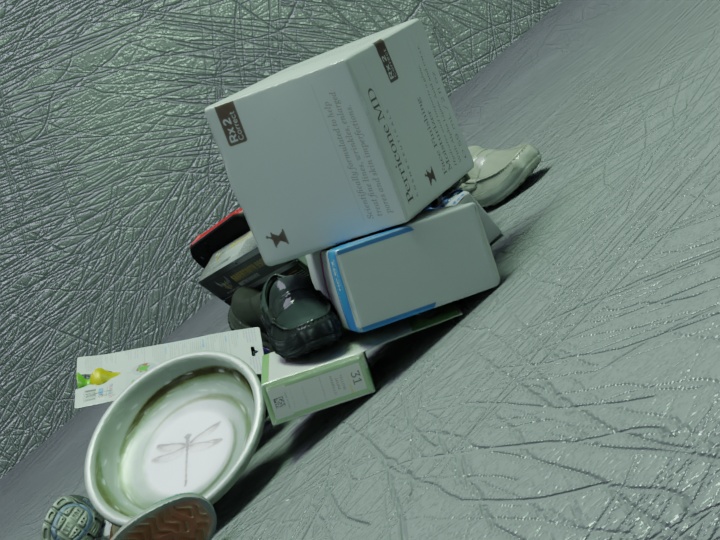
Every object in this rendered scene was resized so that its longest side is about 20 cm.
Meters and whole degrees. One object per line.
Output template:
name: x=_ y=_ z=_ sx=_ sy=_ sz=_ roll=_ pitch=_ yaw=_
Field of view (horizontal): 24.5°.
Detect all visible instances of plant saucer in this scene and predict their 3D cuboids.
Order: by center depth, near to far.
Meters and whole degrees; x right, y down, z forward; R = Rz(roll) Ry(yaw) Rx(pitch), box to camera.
plant saucer: x=-0.171 y=0.172 z=1.598 sx=0.199 sy=0.050 sz=0.201 roll=-19 pitch=44 yaw=19

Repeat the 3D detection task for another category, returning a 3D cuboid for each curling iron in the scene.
curling iron: x=0.081 y=-0.085 z=1.719 sx=0.049 sy=0.026 sz=0.200 roll=-36 pitch=1 yaw=12

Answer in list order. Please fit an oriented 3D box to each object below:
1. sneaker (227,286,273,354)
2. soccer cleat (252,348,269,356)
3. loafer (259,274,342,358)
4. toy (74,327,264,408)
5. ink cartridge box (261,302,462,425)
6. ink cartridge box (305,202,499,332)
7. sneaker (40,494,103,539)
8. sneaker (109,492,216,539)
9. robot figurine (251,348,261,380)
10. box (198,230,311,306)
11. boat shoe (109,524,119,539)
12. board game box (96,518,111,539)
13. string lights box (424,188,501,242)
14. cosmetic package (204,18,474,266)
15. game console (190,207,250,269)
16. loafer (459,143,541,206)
sneaker: x=-0.084 y=0.050 z=1.827 sx=0.200 sy=0.076 sz=0.091 roll=37 pitch=118 yaw=55
soccer cleat: x=-0.122 y=0.125 z=1.985 sx=0.200 sy=0.066 sz=0.077 roll=-12 pitch=60 yaw=65
loafer: x=-0.065 y=0.041 z=1.611 sx=0.068 sy=0.071 sz=0.201 roll=-19 pitch=9 yaw=-10
toy: x=-0.199 y=0.115 z=1.747 sx=0.199 sy=0.047 sz=0.115 roll=-7 pitch=24 yaw=-5
ink cartridge box: x=0.003 y=0.083 z=1.590 sx=0.199 sy=0.048 sz=0.146 roll=-17 pitch=8 yaw=-1
ink cartridge box: x=0.035 y=-0.003 z=1.608 sx=0.144 sy=0.085 sz=0.200 roll=-19 pitch=2 yaw=-10
sneaker: x=-0.338 y=0.338 z=1.771 sx=0.200 sy=0.074 sz=0.087 roll=-55 pitch=-11 yaw=-35
sneaker: x=-0.210 y=0.265 z=1.479 sx=0.200 sy=0.071 sz=0.080 roll=-42 pitch=11 yaw=2
robot figurine: x=-0.184 y=0.141 z=1.881 sx=0.149 sy=0.126 sz=0.200 roll=-9 pitch=-5 yaw=-21
box: x=-0.078 y=0.017 z=1.916 sx=0.200 sy=0.158 sz=0.048 roll=-28 pitch=29 yaw=56
boat shoe: x=-0.171 y=0.209 z=1.661 sx=0.063 sy=0.073 sz=0.200 roll=-18 pitch=34 yaw=52
board game box: x=-0.240 y=0.224 z=1.773 sx=0.200 sy=0.034 sz=0.127 roll=153 pitch=127 yaw=-63
string lights box: x=0.086 y=-0.038 z=1.828 sx=0.103 sy=0.059 sz=0.200 roll=-41 pitch=7 yaw=1
cosmetic package: x=-0.016 y=-0.127 z=1.611 sx=0.164 sy=0.166 sz=0.200 roll=-17 pitch=12 yaw=27
game console: x=-0.099 y=0.006 z=1.990 sx=0.031 sy=0.200 sz=0.177 roll=-62 pitch=17 yaw=-23
loafer: x=0.143 y=-0.113 z=1.945 sx=0.070 sy=0.070 sz=0.200 roll=-44 pitch=8 yaw=-28
